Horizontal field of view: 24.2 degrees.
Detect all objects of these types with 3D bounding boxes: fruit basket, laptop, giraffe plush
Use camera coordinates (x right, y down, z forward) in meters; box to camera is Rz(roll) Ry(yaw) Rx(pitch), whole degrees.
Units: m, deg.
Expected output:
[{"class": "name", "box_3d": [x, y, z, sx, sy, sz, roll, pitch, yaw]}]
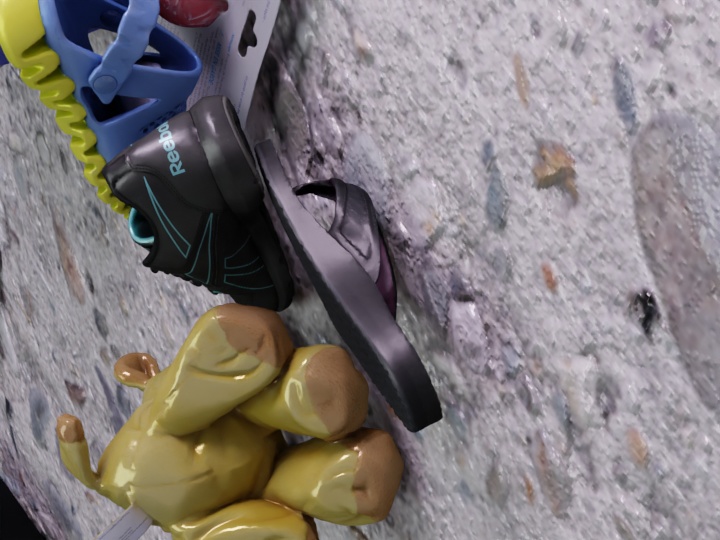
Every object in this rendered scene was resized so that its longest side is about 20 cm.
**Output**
[{"class": "fruit basket", "box_3d": [-0.111, -0.191, 0.955, 0.200, 0.094, 0.186, 43, 144, 16]}, {"class": "laptop", "box_3d": [-0.368, 0.289, 1.670, 0.177, 0.102, 0.202, 42, 141, 43]}, {"class": "giraffe plush", "box_3d": [-0.081, 0.096, 1.009, 0.174, 0.199, 0.162, 62, -171, -14]}]

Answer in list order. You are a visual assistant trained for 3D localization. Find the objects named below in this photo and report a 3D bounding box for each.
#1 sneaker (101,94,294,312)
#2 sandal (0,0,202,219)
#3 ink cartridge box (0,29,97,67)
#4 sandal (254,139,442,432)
[{"class": "sneaker", "box_3d": [-0.089, -0.028, 0.950, 0.201, 0.079, 0.076, 74, 173, -60]}, {"class": "sandal", "box_3d": [-0.125, -0.099, 0.930, 0.200, 0.086, 0.080, 60, -164, -52]}, {"class": "ink cartridge box", "box_3d": [-0.257, -0.203, 1.128, 0.200, 0.136, 0.077, 46, 151, 38]}, {"class": "sandal", "box_3d": [0.000, 0.001, 0.878, 0.201, 0.048, 0.076, 56, 170, 37]}]
